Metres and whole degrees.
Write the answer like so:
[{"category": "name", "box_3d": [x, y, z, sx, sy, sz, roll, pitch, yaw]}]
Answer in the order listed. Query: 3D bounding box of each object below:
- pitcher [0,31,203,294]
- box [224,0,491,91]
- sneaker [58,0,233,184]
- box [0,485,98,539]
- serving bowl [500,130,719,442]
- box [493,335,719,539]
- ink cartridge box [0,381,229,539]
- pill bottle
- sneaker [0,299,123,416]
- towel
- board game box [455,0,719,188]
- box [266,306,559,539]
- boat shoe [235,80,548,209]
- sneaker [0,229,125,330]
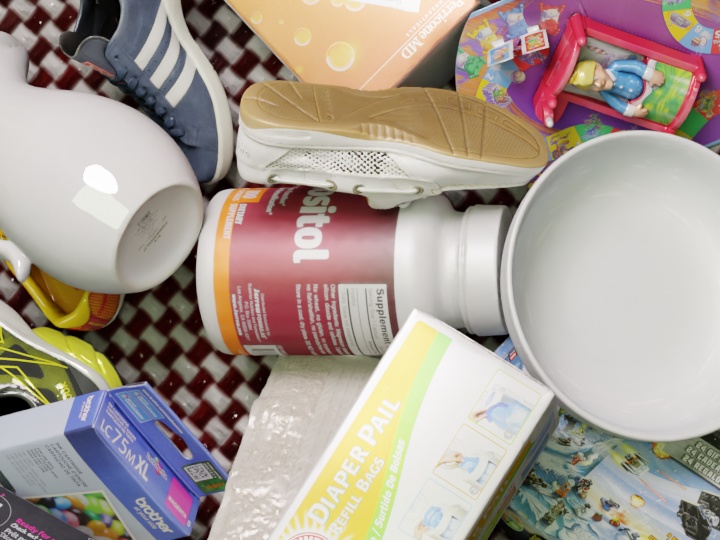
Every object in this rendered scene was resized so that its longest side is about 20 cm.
[{"category": "pitcher", "box_3d": [-0.216, -0.048, 1.523, 0.200, 0.121, 0.172, 32, 79, 30]}, {"category": "box", "box_3d": [-0.019, -0.199, 1.550, 0.124, 0.097, 0.200, -45, 79, 9]}, {"category": "sneaker", "box_3d": [-0.153, -0.140, 1.557, 0.084, 0.075, 0.201, -32, 111, -28]}, {"category": "box", "box_3d": [-0.243, 0.260, 1.533, 0.132, 0.115, 0.201, 26, 130, 18]}, {"category": "serving bowl", "box_3d": [0.177, 0.015, 1.484, 0.199, 0.066, 0.201, 4, 77, -15]}, {"category": "box", "box_3d": [0.152, 0.129, 1.491, 0.200, 0.040, 0.137, 40, 64, 12]}, {"category": "ink cartridge box", "box_3d": [-0.196, 0.143, 1.553, 0.199, 0.042, 0.119, -17, 128, 26]}, {"category": "pill bottle", "box_3d": [0.000, 0.000, 1.530, 0.199, 0.113, 0.113, -1, 88, 13]}, {"category": "sneaker", "box_3d": [-0.265, 0.067, 1.596, 0.199, 0.085, 0.075, 19, 137, 14]}, {"category": "towel", "box_3d": [-0.016, 0.131, 1.518, 0.132, 0.035, 0.201, 7, 55, 17]}, {"category": "board game box", "box_3d": [0.163, -0.118, 1.486, 0.199, 0.039, 0.158, -21, 120, 12]}, {"category": "box", "box_3d": [0.027, 0.140, 1.400, 0.101, 0.113, 0.200, 31, 83, 12]}, {"category": "boat shoe", "box_3d": [0.018, -0.073, 1.472, 0.199, 0.071, 0.070, 8, 127, -6]}, {"category": "sneaker", "box_3d": [-0.235, -0.045, 1.610, 0.073, 0.077, 0.200, -43, 77, 11]}]
